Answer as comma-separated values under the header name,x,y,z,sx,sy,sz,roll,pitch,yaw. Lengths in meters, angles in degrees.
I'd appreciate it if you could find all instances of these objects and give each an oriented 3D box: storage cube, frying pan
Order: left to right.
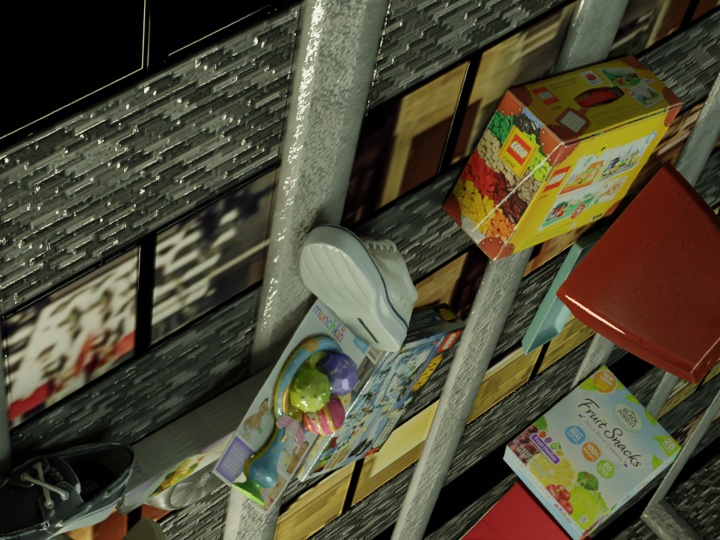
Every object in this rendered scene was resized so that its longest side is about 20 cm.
name,x,y,z,sx,sy,sz,roll,pitch,yaw
frying pan,-0.138,0.190,1.495,0.115,0.031,0.189,-50,155,17
storage cube,0.272,0.463,2.463,0.171,0.180,0.200,-46,159,7

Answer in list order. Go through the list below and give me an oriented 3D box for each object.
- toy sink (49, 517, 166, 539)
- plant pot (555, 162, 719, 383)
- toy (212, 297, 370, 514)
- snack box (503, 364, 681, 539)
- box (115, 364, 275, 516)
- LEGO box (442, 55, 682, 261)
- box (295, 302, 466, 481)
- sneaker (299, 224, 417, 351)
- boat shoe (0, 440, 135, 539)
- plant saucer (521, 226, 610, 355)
name,x,y,z,sx,sy,sz,roll,pitch,yaw
toy sink,-0.258,0.296,1.299,0.200,0.131,0.112,-46,129,11
plant pot,0.373,0.022,1.839,0.200,0.176,0.200,-49,161,2
toy,-0.045,0.125,1.405,0.201,0.047,0.115,-55,145,-12
snack box,0.336,0.265,2.253,0.199,0.169,0.068,-37,161,-18
box,-0.144,0.151,1.393,0.199,0.041,0.039,-30,155,-33
LEGO box,0.191,-0.108,1.459,0.199,0.077,0.150,-20,148,-44
box,0.014,0.127,1.623,0.136,0.040,0.201,-12,142,-51
sneaker,0.000,0.000,1.355,0.200,0.072,0.071,61,44,-61
boat shoe,-0.249,0.178,1.219,0.068,0.072,0.199,-52,159,26
plant saucer,0.249,0.023,1.872,0.070,0.019,0.201,-27,153,-37
